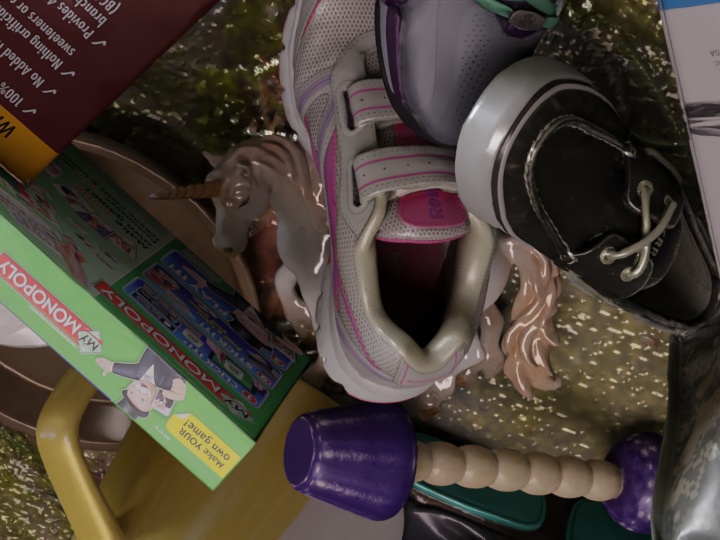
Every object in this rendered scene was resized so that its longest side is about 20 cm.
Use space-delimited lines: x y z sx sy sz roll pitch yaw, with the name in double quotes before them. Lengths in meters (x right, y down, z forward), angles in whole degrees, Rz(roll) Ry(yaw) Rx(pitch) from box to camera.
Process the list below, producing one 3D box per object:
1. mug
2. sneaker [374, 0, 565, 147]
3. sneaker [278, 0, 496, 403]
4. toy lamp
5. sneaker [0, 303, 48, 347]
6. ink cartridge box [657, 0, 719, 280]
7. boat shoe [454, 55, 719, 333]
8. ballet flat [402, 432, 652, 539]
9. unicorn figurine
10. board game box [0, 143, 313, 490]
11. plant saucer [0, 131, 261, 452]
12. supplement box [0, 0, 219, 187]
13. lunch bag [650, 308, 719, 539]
"mug" -0.090 0.135 0.880 0.186 0.153 0.149 40 136 -4
"sneaker" 0.066 -0.135 0.684 0.074 0.087 0.202 4 109 -34
"sneaker" 0.020 -0.041 0.773 0.081 0.088 0.202 -10 96 -18
"toy lamp" 0.058 0.094 0.872 0.198 0.058 0.058 7 133 -27
"sneaker" -0.216 0.001 0.870 0.198 0.071 0.081 -12 114 -3
"ink cartridge box" 0.203 -0.087 0.733 0.145 0.086 0.201 -7 126 18
"boat shoe" 0.104 -0.026 0.754 0.063 0.071 0.200 33 180 32
"ballet flat" 0.096 0.146 0.948 0.198 0.073 0.073 21 129 5
"unicorn figurine" 0.000 0.000 0.867 0.198 0.074 0.138 0 128 -7
"board game box" -0.112 -0.005 0.748 0.200 0.135 0.029 42 104 -1
"plant saucer" -0.143 0.008 0.927 0.198 0.030 0.201 7 127 9
"supplement box" -0.122 -0.184 0.697 0.197 0.133 0.200 42 118 -18
"lunch bag" 0.218 0.106 0.803 0.164 0.201 0.117 39 126 -15
